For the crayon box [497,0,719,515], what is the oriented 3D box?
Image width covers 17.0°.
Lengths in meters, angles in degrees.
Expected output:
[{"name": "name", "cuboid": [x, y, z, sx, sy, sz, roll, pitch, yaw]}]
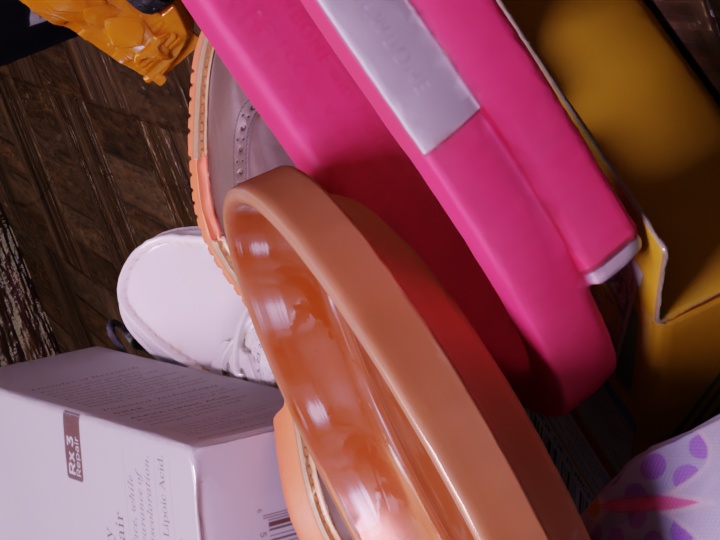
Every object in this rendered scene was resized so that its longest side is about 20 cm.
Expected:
[{"name": "crayon box", "cuboid": [0.071, -0.005, 0.689, 0.126, 0.051, 0.200, 60, 167, 30]}]

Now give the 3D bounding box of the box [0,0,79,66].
[{"name": "box", "cuboid": [-0.177, -0.229, 1.199, 0.197, 0.117, 0.200, 129, 118, -76]}]

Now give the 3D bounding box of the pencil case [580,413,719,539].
[{"name": "pencil case", "cuboid": [0.131, 0.126, 0.599, 0.091, 0.083, 0.200, 3, -129, -53]}]

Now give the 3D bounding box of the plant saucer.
[{"name": "plant saucer", "cuboid": [0.023, 0.061, 0.648, 0.201, 0.032, 0.200, 58, 169, 18]}]

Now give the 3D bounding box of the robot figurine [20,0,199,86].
[{"name": "robot figurine", "cuboid": [-0.117, -0.157, 0.888, 0.200, 0.145, 0.058, 36, -147, -31]}]

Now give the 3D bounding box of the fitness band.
[{"name": "fitness band", "cuboid": [0.004, -0.049, 0.615, 0.200, 0.037, 0.144, 56, 169, -21]}]

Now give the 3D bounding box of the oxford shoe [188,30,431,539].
[{"name": "oxford shoe", "cuboid": [0.000, 0.000, 0.781, 0.073, 0.071, 0.200, -25, 82, 58]}]

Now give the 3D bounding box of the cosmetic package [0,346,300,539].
[{"name": "cosmetic package", "cuboid": [-0.076, 0.091, 0.886, 0.200, 0.074, 0.102, 5, 104, 56]}]

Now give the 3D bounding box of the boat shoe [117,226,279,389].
[{"name": "boat shoe", "cuboid": [-0.018, 0.029, 0.903, 0.200, 0.071, 0.069, 21, -179, 27]}]

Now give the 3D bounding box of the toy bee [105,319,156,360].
[{"name": "toy bee", "cuboid": [0.001, 0.053, 1.032, 0.131, 0.109, 0.200, 49, -175, 30]}]
